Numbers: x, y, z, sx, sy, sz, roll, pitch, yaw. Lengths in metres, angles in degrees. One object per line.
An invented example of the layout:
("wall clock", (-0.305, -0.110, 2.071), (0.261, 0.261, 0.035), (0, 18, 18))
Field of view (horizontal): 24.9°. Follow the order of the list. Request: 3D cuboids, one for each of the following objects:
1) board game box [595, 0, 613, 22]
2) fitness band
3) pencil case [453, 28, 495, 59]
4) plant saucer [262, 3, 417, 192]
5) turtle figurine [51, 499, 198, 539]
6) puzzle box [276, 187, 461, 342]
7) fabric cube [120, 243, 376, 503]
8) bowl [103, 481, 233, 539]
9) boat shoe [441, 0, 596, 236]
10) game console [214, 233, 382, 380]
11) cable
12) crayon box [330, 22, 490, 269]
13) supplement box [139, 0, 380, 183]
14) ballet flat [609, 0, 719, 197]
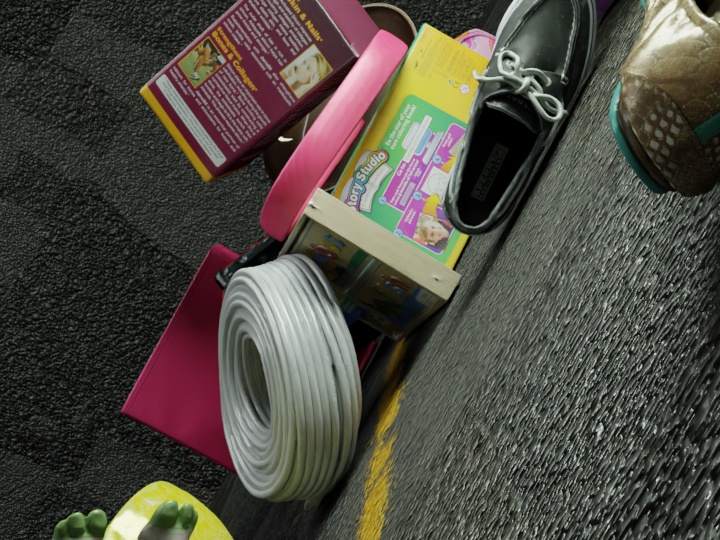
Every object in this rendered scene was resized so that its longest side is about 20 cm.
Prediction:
("board game box", (0.181, -0.286, 1.195), (0.105, 0.103, 0.200), (-63, 3, -26))
("fitness band", (-0.025, -0.114, 1.366), (0.200, 0.037, 0.144), (-58, 1, -19))
("pencil case", (0.084, -0.172, 1.732), (0.200, 0.087, 0.087), (-42, 17, 48))
("plant saucer", (-0.010, -0.153, 1.521), (0.200, 0.037, 0.201), (-26, 49, 34))
("turtle figurine", (-0.113, 0.216, 0.989), (0.144, 0.194, 0.200), (-25, -39, -6))
("puzzle box", (0.000, 0.000, 1.336), (0.025, 0.133, 0.200), (-59, 1, -15))
("fabric cube", (-0.116, 0.103, 1.755), (0.196, 0.199, 0.200), (-62, 3, 2))
("bowl", (-0.129, 0.262, 1.157), (0.200, 0.108, 0.200), (18, -90, -75))
("boat shoe", (0.109, -0.118, 1.132), (0.199, 0.074, 0.068), (-62, -2, 4))
("game console", (-0.046, 0.071, 1.526), (0.172, 0.119, 0.200), (-38, -42, -5))
("cable", (-0.064, 0.089, 1.335), (0.200, 0.069, 0.200), (131, 128, -62))
("crayon box", (0.057, -0.092, 1.376), (0.200, 0.119, 0.058), (-62, 3, -14))
("supplement box", (-0.088, -0.185, 1.492), (0.200, 0.110, 0.086), (-37, -2, 25))
("ballet flat", (0.139, -0.090, 0.617), (0.065, 0.071, 0.200), (-29, 21, 26))
